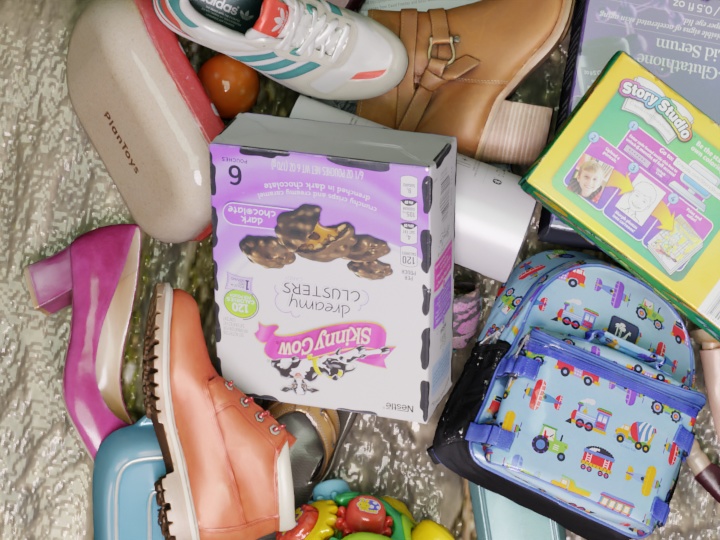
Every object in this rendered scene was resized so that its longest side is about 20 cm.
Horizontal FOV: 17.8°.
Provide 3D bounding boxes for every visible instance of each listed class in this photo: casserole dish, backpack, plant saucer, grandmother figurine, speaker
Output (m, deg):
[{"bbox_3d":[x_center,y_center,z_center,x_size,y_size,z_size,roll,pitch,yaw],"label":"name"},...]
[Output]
[{"bbox_3d":[-0.140,0.205,1.728,0.120,0.039,0.202,-2,103,-7],"label":"casserole dish"},{"bbox_3d":[0.171,0.084,1.714,0.182,0.134,0.201,27,76,-10],"label":"backpack"},{"bbox_3d":[0.122,0.192,1.772,0.069,0.019,0.202,-9,87,0],"label":"plant saucer"},{"bbox_3d":[0.307,0.140,1.758,0.120,0.060,0.202,-8,88,27],"label":"grandmother figurine"},{"bbox_3d":[0.031,-0.062,1.724,0.198,0.081,0.082,20,86,0],"label":"speaker"}]

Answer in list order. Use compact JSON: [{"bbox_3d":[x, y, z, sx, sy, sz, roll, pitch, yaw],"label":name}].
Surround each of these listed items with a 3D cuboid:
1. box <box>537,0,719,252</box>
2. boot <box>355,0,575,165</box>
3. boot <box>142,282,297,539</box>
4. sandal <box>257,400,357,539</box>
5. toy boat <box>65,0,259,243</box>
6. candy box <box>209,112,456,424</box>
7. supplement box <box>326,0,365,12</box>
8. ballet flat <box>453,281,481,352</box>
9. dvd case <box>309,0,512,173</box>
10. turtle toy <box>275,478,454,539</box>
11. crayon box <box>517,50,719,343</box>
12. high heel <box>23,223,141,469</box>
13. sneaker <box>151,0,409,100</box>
[{"bbox_3d":[0.224,-0.110,1.751,0.147,0.104,0.202,9,86,0],"label":"box"},{"bbox_3d":[0.082,-0.184,1.757,0.154,0.077,0.202,11,93,5],"label":"boot"},{"bbox_3d":[-0.103,0.104,1.669,0.106,0.075,0.202,-9,91,-10],"label":"boot"},{"bbox_3d":[-0.053,0.124,1.759,0.081,0.055,0.201,24,86,2],"label":"sandal"},{"bbox_3d":[-0.135,-0.130,1.761,0.130,0.130,0.201,-27,86,-32],"label":"toy boat"},{"bbox_3d":[-0.019,-0.002,1.668,0.166,0.072,0.202,7,114,16],"label":"candy box"},{"bbox_3d":[-0.094,-0.241,1.765,0.199,0.061,0.109,33,90,7],"label":"supplement box"},{"bbox_3d":[0.000,0.000,1.758,0.198,0.069,0.072,19,110,-1],"label":"ballet flat"},{"bbox_3d":[0.031,-0.162,1.796,0.149,0.025,0.202,-8,85,0],"label":"dvd case"},{"bbox_3d":[-0.009,0.221,1.686,0.101,0.200,0.146,46,78,-22],"label":"turtle toy"},{"bbox_3d":[0.229,-0.051,1.665,0.199,0.058,0.119,38,87,2],"label":"crayon box"},{"bbox_3d":[-0.183,0.066,1.761,0.095,0.067,0.201,-22,74,7],"label":"high heel"},{"bbox_3d":[-0.055,-0.172,1.672,0.198,0.093,0.071,20,93,-12],"label":"sneaker"}]
